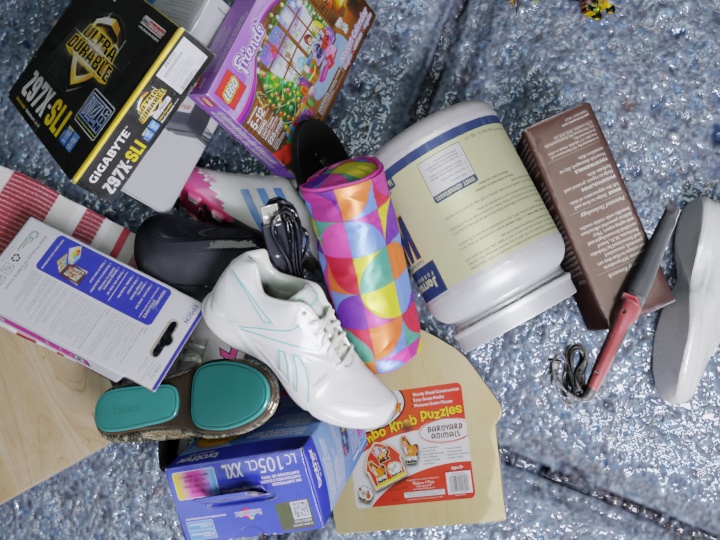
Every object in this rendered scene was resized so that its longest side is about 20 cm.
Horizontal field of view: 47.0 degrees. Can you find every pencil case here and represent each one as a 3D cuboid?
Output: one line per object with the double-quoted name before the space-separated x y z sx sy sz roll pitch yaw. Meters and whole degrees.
"pencil case" 0.000 0.000 0.765 0.086 0.089 0.204 -9 113 4

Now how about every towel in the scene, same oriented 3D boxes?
"towel" -0.303 -0.001 0.814 0.197 0.023 0.146 29 62 -13

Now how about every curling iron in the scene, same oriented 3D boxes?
"curling iron" 0.229 0.028 0.732 0.049 0.026 0.202 33 87 3

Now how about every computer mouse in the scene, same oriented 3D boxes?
"computer mouse" -0.140 -0.003 0.779 0.196 0.053 0.141 6 127 23

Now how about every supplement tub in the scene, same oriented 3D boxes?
"supplement tub" 0.105 -0.041 0.790 0.143 0.145 0.203 -28 83 2

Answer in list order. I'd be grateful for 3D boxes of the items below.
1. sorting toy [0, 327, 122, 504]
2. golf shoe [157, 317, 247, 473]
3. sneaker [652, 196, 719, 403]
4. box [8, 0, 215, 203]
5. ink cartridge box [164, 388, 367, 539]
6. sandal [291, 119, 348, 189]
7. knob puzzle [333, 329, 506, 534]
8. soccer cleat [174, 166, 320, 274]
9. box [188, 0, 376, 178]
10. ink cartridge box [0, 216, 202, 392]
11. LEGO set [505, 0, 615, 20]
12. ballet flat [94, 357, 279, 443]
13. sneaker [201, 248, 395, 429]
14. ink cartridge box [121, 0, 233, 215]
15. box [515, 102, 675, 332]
"sorting toy" -0.349 0.116 0.857 0.196 0.070 0.203 -28 84 3
"golf shoe" -0.159 0.108 0.829 0.071 0.092 0.205 6 84 8
"sneaker" 0.346 0.035 0.803 0.087 0.075 0.205 15 85 -6
"box" -0.236 -0.178 0.761 0.161 0.049 0.200 -53 49 6
"ink cartridge box" -0.082 0.174 0.746 0.133 0.200 0.078 -13 101 16
"sandal" -0.010 -0.056 0.819 0.044 0.075 0.204 -8 107 44
"knob puzzle" 0.048 0.151 0.832 0.215 0.030 0.225 -3 82 19
"soccer cleat" -0.111 -0.071 0.859 0.197 0.070 0.087 28 69 7
"box" -0.071 -0.213 0.808 0.039 0.136 0.203 11 70 42
"ink cartridge box" -0.246 0.033 0.760 0.197 0.037 0.096 24 62 10
"LEGO set" 0.201 -0.356 0.802 0.113 0.153 0.205 1 97 -22
"ballet flat" -0.143 0.120 0.738 0.196 0.075 0.069 -12 67 23
"sneaker" -0.046 0.062 0.722 0.199 0.071 0.081 37 117 1
"ink cartridge box" -0.207 -0.177 0.826 0.144 0.083 0.203 25 85 41
"box" 0.221 -0.048 0.802 0.073 0.100 0.204 -20 84 3
